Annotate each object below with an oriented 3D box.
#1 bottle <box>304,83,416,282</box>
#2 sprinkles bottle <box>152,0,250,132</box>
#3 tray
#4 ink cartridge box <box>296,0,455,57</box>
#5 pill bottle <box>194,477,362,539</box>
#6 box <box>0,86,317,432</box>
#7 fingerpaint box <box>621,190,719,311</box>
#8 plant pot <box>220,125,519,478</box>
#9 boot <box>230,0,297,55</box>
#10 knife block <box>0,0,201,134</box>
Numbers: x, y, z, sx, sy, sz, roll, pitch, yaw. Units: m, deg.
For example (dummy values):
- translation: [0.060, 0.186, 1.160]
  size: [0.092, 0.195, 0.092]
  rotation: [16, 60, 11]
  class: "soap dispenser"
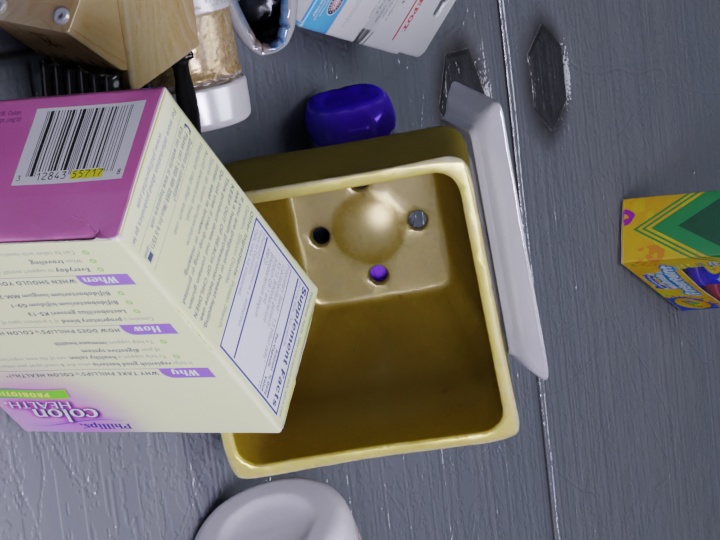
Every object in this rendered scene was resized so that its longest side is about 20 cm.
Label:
- translation: [0.008, -0.034, 1.694]
  size: [0.084, 0.065, 0.201]
  rotation: [-117, -165, -70]
  class: "bottle"
- translation: [-0.118, -0.189, 1.457]
  size: [0.068, 0.068, 0.201]
  rotation: [-34, 118, -60]
  class: "sprinkles bottle"
- translation: [0.089, -0.027, 1.602]
  size: [0.107, 0.022, 0.201]
  rotation: [-143, -140, -70]
  class: "tray"
- translation: [0.007, -0.228, 1.666]
  size: [0.116, 0.068, 0.200]
  rotation: [-58, 157, 12]
  class: "ink cartridge box"
- translation: [-0.032, 0.247, 1.544]
  size: [0.112, 0.112, 0.201]
  rotation: [-61, 140, -47]
  class: "pill bottle"
- translation: [-0.148, 0.000, 1.256]
  size: [0.200, 0.175, 0.097]
  rotation: [54, 42, -48]
  class: "box"
- translation: [0.377, -0.019, 2.350]
  size: [0.200, 0.166, 0.074]
  rotation: [32, 58, -60]
  class: "fingerpaint box"
- translation: [0.000, 0.000, 1.555]
  size: [0.200, 0.195, 0.195]
  rotation: [-74, 154, -69]
  class: "plant pot"
- translation: [-0.073, -0.242, 1.499]
  size: [0.096, 0.073, 0.201]
  rotation: [-118, -165, -59]
  class: "boot"
- translation: [-0.137, -0.159, 1.377]
  size: [0.175, 0.064, 0.201]
  rotation: [32, 74, -59]
  class: "knife block"
